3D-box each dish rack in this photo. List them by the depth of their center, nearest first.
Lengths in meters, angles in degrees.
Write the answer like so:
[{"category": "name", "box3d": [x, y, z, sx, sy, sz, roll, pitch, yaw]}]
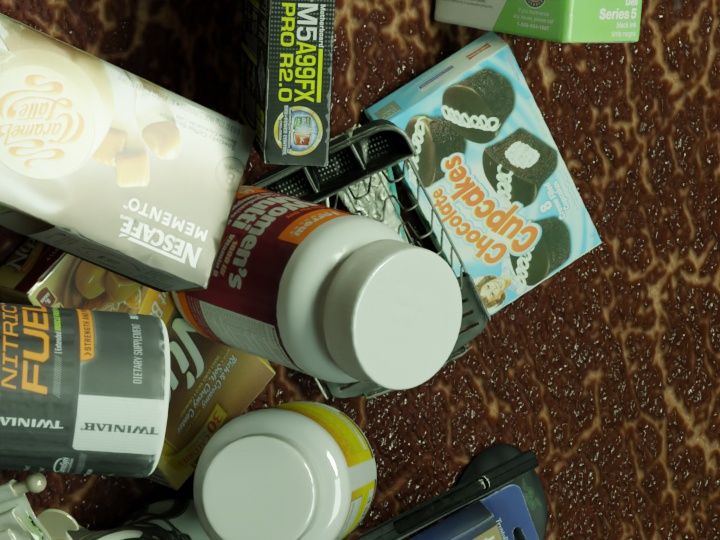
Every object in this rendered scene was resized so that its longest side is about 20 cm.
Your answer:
[{"category": "dish rack", "box3d": [0.000, 0.000, 1.755, 0.153, 0.055, 0.201, -25, 112, 7]}]

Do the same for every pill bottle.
[{"category": "pill bottle", "box3d": [-0.226, 0.074, 1.559, 0.198, 0.106, 0.107, 4, 99, -14]}, {"category": "pill bottle", "box3d": [-0.030, 0.012, 1.610, 0.109, 0.199, 0.111, -10, 106, -37]}, {"category": "pill bottle", "box3d": [-0.053, 0.148, 1.701, 0.200, 0.108, 0.110, 9, 97, -82]}]

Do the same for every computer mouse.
[{"category": "computer mouse", "box3d": [0.110, 0.241, 1.971, 0.138, 0.053, 0.202, 7, 96, -42]}]

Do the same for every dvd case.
[{"category": "dvd case", "box3d": [0.025, 0.194, 1.832, 0.199, 0.143, 0.018, -23, 83, -36]}]

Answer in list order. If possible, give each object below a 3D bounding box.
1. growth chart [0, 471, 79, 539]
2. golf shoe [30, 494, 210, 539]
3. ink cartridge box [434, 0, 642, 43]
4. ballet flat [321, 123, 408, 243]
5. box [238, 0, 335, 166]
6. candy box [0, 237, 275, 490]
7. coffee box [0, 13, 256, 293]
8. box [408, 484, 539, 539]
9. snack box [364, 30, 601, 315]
[{"category": "growth chart", "box3d": [-0.231, 0.228, 1.623, 0.018, 0.144, 0.201, -78, 152, -61]}, {"category": "golf shoe", "box3d": [-0.147, 0.208, 1.705, 0.199, 0.094, 0.078, -7, 105, -42]}, {"category": "ink cartridge box", "box3d": [0.136, -0.275, 1.801, 0.084, 0.145, 0.202, -5, 104, -41]}, {"category": "ballet flat", "box3d": [0.009, -0.015, 1.819, 0.072, 0.072, 0.201, -34, 119, -31]}, {"category": "box", "box3d": [-0.050, -0.163, 1.634, 0.044, 0.200, 0.162, 1, 100, -8]}, {"category": "candy box", "box3d": [-0.154, 0.040, 1.682, 0.116, 0.055, 0.200, -49, 127, -22]}, {"category": "coffee box", "box3d": [-0.181, -0.073, 1.566, 0.199, 0.080, 0.115, 24, 76, -24]}, {"category": "box", "box3d": [0.059, 0.260, 1.901, 0.199, 0.032, 0.122, -28, 119, -12]}, {"category": "snack box", "box3d": [0.095, -0.070, 1.863, 0.116, 0.037, 0.201, -33, 124, -4]}]
